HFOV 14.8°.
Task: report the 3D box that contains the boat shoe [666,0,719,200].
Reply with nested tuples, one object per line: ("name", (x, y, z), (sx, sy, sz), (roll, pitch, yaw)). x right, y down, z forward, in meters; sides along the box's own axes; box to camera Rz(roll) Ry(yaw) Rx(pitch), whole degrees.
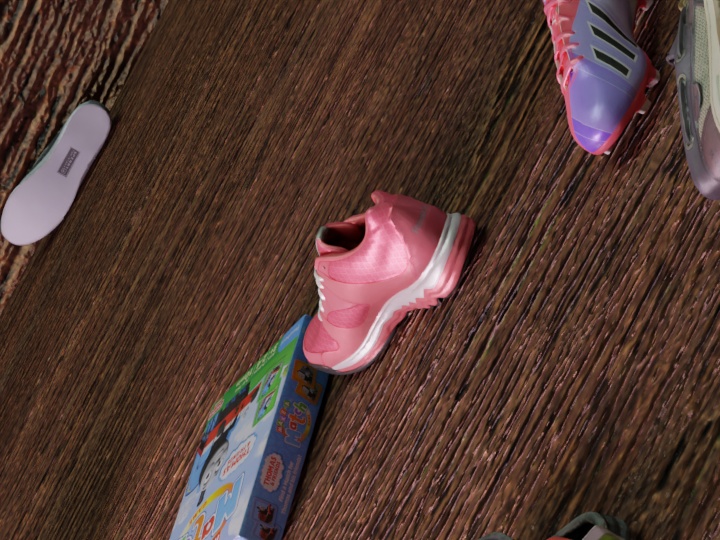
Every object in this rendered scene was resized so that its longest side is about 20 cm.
("boat shoe", (0.196, -0.117, 1.479), (0.065, 0.072, 0.201), (-44, 28, 34))

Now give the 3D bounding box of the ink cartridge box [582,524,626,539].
("ink cartridge box", (0.125, 0.154, 0.966), (0.148, 0.199, 0.076), (-51, 18, 32))

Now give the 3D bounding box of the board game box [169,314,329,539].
("board game box", (-0.084, 0.148, 1.986), (0.151, 0.036, 0.201), (-44, 23, 46))

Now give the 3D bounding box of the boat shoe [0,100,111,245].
("boat shoe", (-0.363, -0.117, 3.346), (0.200, 0.068, 0.057), (-54, 7, 4))

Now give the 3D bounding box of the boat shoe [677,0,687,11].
("boat shoe", (0.227, -0.231, 1.583), (0.201, 0.066, 0.074), (-62, 15, -3))

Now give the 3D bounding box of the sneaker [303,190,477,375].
("sneaker", (0.000, 0.000, 1.878), (0.200, 0.087, 0.074), (-43, 22, 51))

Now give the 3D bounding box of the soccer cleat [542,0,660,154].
("soccer cleat", (0.139, -0.145, 1.701), (0.067, 0.076, 0.200), (-49, 19, 36))

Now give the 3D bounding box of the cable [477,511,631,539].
("cable", (0.081, 0.149, 1.410), (0.097, 0.050, 0.200), (-60, 16, 1))
